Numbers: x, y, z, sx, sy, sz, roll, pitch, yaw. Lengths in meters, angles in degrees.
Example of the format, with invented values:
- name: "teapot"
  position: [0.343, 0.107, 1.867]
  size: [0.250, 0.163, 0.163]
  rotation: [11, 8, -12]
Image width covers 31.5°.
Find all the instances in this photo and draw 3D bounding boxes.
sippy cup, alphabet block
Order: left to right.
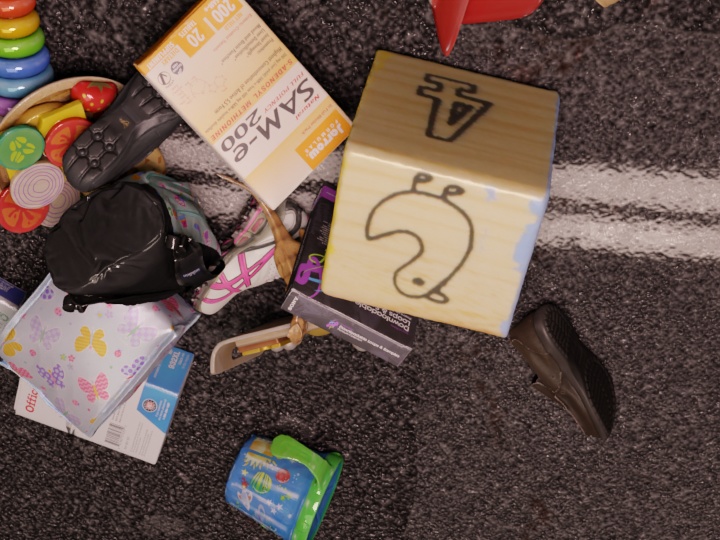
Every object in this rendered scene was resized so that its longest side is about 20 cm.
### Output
- name: "sippy cup"
  position: [-0.106, 0.286, 1.698]
  size: [0.129, 0.140, 0.179]
  rotation: [22, 106, 7]
- name: "alphabet block"
  position: [0.082, -0.081, 1.304]
  size: [0.198, 0.197, 0.197]
  rotation: [13, 129, 2]

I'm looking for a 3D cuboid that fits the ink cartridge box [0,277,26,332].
- name: "ink cartridge box"
  position: [-0.558, 0.046, 1.654]
  size: [0.195, 0.044, 0.200]
  rotation: [32, 131, -15]

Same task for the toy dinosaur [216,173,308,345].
- name: "toy dinosaur"
  position: [-0.078, -0.023, 1.402]
  size: [0.060, 0.106, 0.202]
  rotation: [-22, 86, 20]

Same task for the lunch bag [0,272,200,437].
- name: "lunch bag"
  position: [-0.321, 0.076, 1.525]
  size: [0.169, 0.127, 0.200]
  rotation: [41, 103, -1]

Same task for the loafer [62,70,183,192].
- name: "loafer"
  position: [-0.233, -0.160, 1.349]
  size: [0.068, 0.200, 0.070]
  rotation: [46, 169, 1]

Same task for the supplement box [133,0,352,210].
- name: "supplement box"
  position: [-0.117, -0.178, 1.301]
  size: [0.126, 0.074, 0.200]
  rotation: [-45, 107, -3]

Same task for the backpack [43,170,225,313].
- name: "backpack"
  position: [-0.232, -0.033, 1.387]
  size: [0.166, 0.200, 0.128]
  rotation: [-22, 80, 17]

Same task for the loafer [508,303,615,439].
- name: "loafer"
  position: [0.242, 0.123, 1.523]
  size: [0.071, 0.073, 0.201]
  rotation: [-16, 119, 35]

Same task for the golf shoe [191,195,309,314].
- name: "golf shoe"
  position: [-0.128, -0.006, 1.493]
  size: [0.092, 0.073, 0.200]
  rotation: [30, 128, -15]

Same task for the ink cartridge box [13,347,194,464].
- name: "ink cartridge box"
  position: [-0.333, 0.147, 1.656]
  size: [0.198, 0.084, 0.146]
  rotation: [21, 131, -5]

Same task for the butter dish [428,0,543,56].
- name: "butter dish"
  position: [0.135, -0.311, 1.121]
  size: [0.146, 0.201, 0.201]
  rotation: [5, 132, -12]

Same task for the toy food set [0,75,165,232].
- name: "toy food set"
  position: [-0.315, -0.121, 1.392]
  size: [0.197, 0.049, 0.201]
  rotation: [-27, 142, -16]

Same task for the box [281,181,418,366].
- name: "box"
  position: [0.000, 0.000, 1.383]
  size: [0.142, 0.201, 0.036]
  rotation: [27, 127, -9]

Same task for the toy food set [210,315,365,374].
- name: "toy food set"
  position: [-0.063, 0.083, 1.498]
  size: [0.198, 0.143, 0.061]
  rotation: [-15, 92, 22]

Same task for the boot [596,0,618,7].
- name: "boot"
  position: [0.259, -0.346, 1.132]
  size: [0.199, 0.066, 0.175]
  rotation: [-25, 119, 30]

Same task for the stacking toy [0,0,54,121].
- name: "stacking toy"
  position: [-0.365, -0.248, 1.349]
  size: [0.084, 0.086, 0.202]
  rotation: [8, 126, 6]
